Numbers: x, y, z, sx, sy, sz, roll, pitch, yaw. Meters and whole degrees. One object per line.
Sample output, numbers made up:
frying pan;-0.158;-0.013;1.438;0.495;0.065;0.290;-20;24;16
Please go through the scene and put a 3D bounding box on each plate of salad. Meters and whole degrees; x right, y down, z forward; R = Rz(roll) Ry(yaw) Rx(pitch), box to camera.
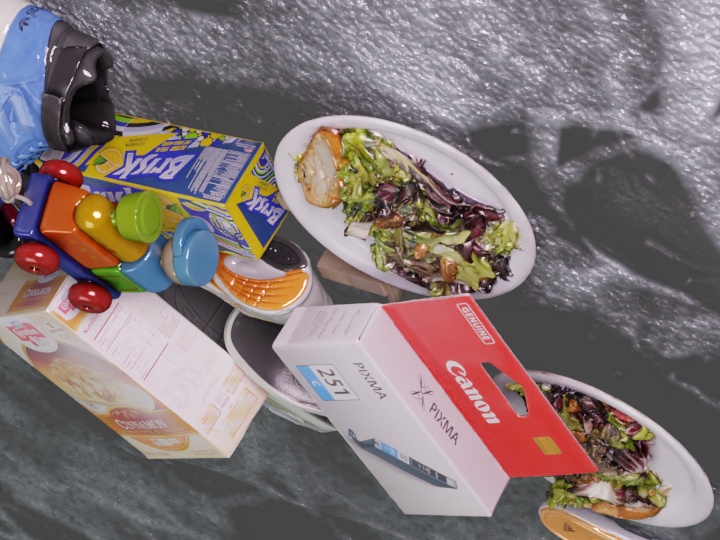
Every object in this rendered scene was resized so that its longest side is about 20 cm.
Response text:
plate of salad;0.027;-0.034;1.531;0.199;0.048;0.201;18;148;12
plate of salad;0.179;0.148;1.693;0.199;0.048;0.200;27;155;14

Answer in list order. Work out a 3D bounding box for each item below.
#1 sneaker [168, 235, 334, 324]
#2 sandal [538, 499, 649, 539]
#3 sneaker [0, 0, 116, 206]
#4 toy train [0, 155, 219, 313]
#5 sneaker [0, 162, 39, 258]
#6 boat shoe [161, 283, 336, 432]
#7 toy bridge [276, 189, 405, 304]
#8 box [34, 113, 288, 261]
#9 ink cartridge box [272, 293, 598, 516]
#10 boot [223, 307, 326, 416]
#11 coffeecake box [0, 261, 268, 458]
sneaker;-0.105;-0.003;1.722;0.199;0.076;0.092;31;170;34
sandal;0.235;0.263;1.842;0.206;0.059;0.079;23;154;19
sneaker;-0.247;-0.100;1.646;0.111;0.077;0.201;26;118;11
toy train;-0.196;-0.041;1.580;0.115;0.085;0.200;0;155;30
sneaker;-0.305;-0.098;1.750;0.076;0.084;0.201;-11;117;40
boat shoe;-0.090;0.076;1.865;0.201;0.075;0.065;32;152;-15
toy bridge;0.000;0.000;1.671;0.067;0.027;0.200;16;152;31
box;-0.152;-0.069;1.678;0.199;0.065;0.070;14;150;35
ink cartridge box;0.055;0.104;1.623;0.175;0.045;0.200;-6;132;43
boot;-0.022;0.094;1.801;0.199;0.073;0.144;29;173;3
coffeecake box;-0.197;0.069;1.790;0.200;0.073;0.153;41;157;-22
